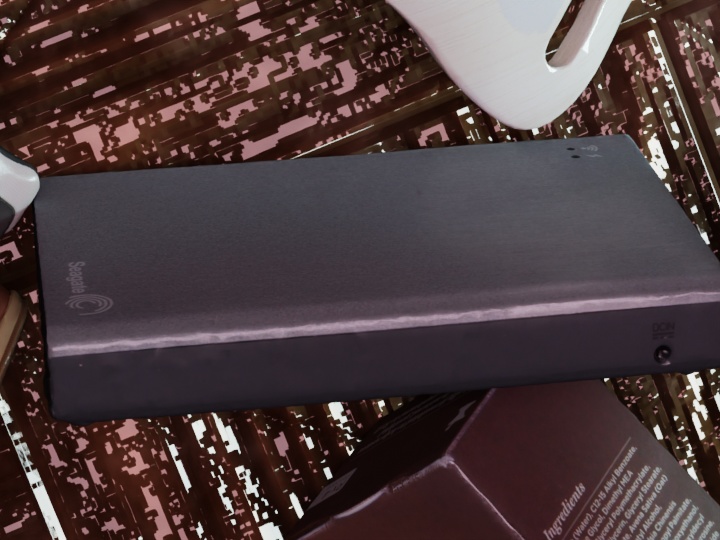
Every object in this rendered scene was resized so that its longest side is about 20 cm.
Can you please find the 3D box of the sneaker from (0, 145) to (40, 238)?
[{"bbox_3d":[-0.165,-0.088,0.872,0.080,0.074,0.201,-22,96,-23],"label":"sneaker"}]

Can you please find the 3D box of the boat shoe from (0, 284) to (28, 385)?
[{"bbox_3d":[-0.179,0.079,0.874,0.067,0.072,0.200,36,92,-10],"label":"boat shoe"}]

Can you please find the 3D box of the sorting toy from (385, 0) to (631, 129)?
[{"bbox_3d":[0.042,-0.146,0.848,0.200,0.107,0.180,-57,132,-37],"label":"sorting toy"}]

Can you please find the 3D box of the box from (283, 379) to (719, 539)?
[{"bbox_3d":[0.082,0.123,0.889,0.200,0.100,0.075,46,51,-10],"label":"box"}]

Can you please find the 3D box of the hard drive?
[{"bbox_3d":[0.000,0.000,0.857,0.199,0.140,0.033,-5,112,-7],"label":"hard drive"}]
